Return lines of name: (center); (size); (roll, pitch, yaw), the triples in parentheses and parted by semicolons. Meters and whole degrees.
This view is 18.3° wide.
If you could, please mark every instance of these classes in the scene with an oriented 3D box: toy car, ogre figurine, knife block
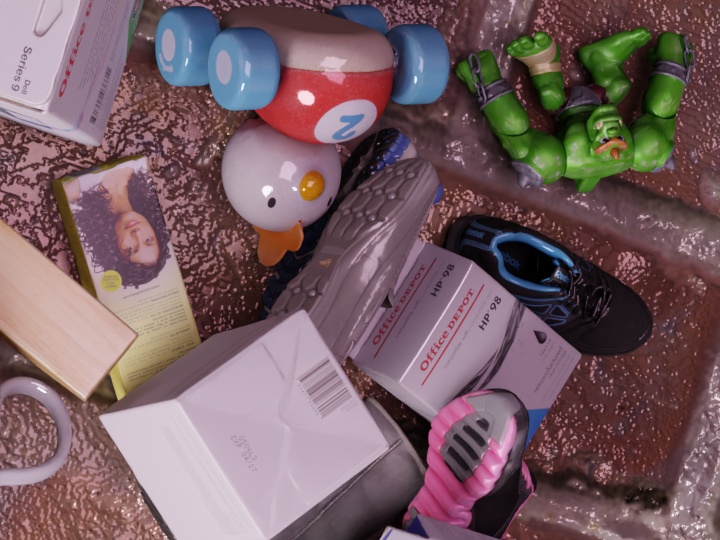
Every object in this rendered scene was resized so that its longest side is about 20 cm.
toy car: (-0.050, -0.097, 1.721); (0.183, 0.177, 0.202); (-5, 108, -31)
ogre figurine: (0.188, -0.132, 1.838); (0.199, 0.098, 0.121); (-3, 76, -35)
knife block: (-0.276, -0.005, 1.637); (0.064, 0.199, 0.176); (-51, 137, -10)

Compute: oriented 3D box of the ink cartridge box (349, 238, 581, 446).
ink cartridge box: (0.075, 0.061, 1.785); (0.200, 0.067, 0.116); (38, 81, -39)

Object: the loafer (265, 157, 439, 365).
loafer: (0.000, 0.000, 1.715); (0.201, 0.070, 0.070); (-53, 129, -18)

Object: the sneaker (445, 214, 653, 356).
sneaker: (0.164, 0.019, 1.840); (0.199, 0.082, 0.074); (25, 83, -21)

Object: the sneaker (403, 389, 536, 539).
sneaker: (0.101, 0.161, 1.758); (0.095, 0.201, 0.079); (-13, 53, -29)

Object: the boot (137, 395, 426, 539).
boot: (-0.057, 0.173, 1.776); (0.200, 0.073, 0.182); (-39, 119, -7)

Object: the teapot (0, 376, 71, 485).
teapot: (-0.335, 0.075, 1.630); (0.146, 0.196, 0.201); (-59, 140, -44)

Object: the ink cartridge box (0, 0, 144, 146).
ink cartridge box: (-0.224, -0.180, 1.620); (0.087, 0.200, 0.147); (17, 88, 3)

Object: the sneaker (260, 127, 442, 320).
sneaker: (0.000, -0.012, 1.785); (0.085, 0.077, 0.201); (39, 81, -22)

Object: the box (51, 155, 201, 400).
box: (-0.176, 0.016, 1.735); (0.075, 0.050, 0.202); (-20, 100, -18)

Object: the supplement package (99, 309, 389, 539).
supplement package: (-0.089, 0.117, 1.630); (0.119, 0.200, 0.122); (-36, 98, -23)

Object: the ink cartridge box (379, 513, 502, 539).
ink cartridge box: (0.028, 0.281, 1.708); (0.199, 0.043, 0.197); (23, 107, -41)
